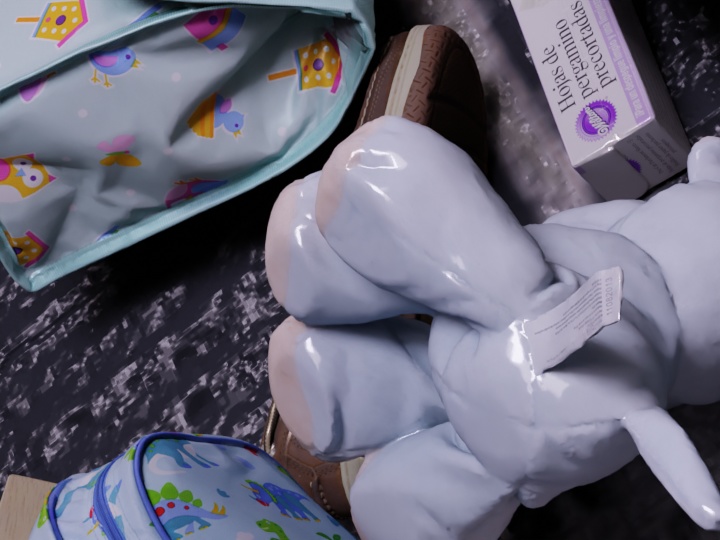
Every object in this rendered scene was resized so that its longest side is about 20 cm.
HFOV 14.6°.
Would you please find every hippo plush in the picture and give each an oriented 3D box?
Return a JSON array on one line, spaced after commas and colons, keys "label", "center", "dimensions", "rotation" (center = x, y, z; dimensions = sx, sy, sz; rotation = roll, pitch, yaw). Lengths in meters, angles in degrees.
[{"label": "hippo plush", "center": [0.074, 0.002, 0.972], "dimensions": [0.200, 0.161, 0.159], "rotation": [-22, 95, 52]}]

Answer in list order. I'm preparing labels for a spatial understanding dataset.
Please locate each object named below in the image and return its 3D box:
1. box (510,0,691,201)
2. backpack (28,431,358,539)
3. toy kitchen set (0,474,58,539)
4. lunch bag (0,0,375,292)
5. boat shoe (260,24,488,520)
[{"label": "box", "center": [0.081, -0.117, 1.126], "dimensions": [0.039, 0.041, 0.200], "rotation": [-31, 53, 18]}, {"label": "backpack", "center": [-0.036, 0.146, 0.909], "dimensions": [0.200, 0.163, 0.154], "rotation": [27, 104, 38]}, {"label": "toy kitchen set", "center": [-0.080, 0.217, 1.044], "dimensions": [0.180, 0.163, 0.200], "rotation": [13, 38, -2]}, {"label": "lunch bag", "center": [-0.084, -0.112, 1.170], "dimensions": [0.200, 0.122, 0.170], "rotation": [-27, 37, 19]}, {"label": "boat shoe", "center": [-0.003, -0.002, 1.095], "dimensions": [0.075, 0.075, 0.203], "rotation": [-2, 65, 26]}]
